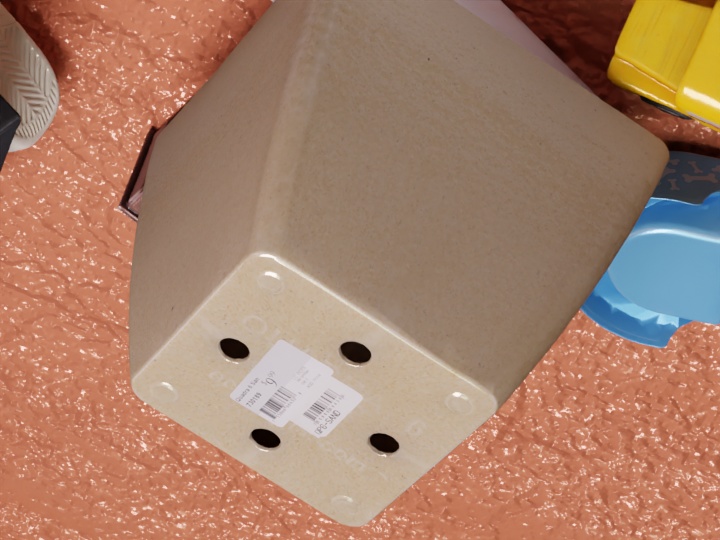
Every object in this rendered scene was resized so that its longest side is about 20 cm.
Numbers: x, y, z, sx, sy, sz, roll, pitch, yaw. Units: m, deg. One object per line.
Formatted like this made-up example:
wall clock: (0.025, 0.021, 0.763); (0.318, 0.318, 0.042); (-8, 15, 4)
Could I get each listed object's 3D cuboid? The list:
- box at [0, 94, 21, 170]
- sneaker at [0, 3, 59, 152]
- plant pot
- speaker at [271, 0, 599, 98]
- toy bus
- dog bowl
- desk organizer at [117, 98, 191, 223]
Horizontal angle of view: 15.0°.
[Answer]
box: (-0.276, -0.098, 1.402); (0.200, 0.079, 0.141); (46, 154, 7)
sneaker: (-0.238, -0.146, 1.431); (0.084, 0.075, 0.200); (-1, 124, 39)
plant pot: (0.000, 0.000, 1.315); (0.200, 0.177, 0.200); (32, 136, -13)
speaker: (0.048, -0.102, 1.380); (0.200, 0.081, 0.081); (42, 128, -21)
toy bus: (0.217, -0.080, 1.308); (0.200, 0.078, 0.065); (25, 94, 12)
dog bowl: (0.208, -0.005, 1.438); (0.200, 0.050, 0.112); (12, 137, 6)
desk organizer: (-0.023, -0.017, 1.482); (0.200, 0.072, 0.077); (37, 127, -17)
